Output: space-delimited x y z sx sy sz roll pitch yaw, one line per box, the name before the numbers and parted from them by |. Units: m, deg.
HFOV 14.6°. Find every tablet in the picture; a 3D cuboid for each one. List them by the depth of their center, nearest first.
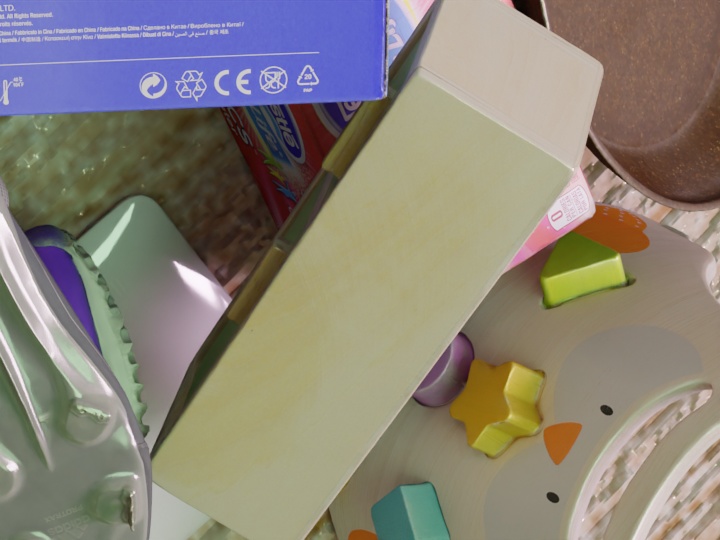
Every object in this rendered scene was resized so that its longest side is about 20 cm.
tablet | -0.122 0.079 1.084 0.200 0.014 0.130 -42 118 -10

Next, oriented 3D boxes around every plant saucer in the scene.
plant saucer | 0.114 -0.123 1.098 0.200 0.037 0.201 3 86 -49

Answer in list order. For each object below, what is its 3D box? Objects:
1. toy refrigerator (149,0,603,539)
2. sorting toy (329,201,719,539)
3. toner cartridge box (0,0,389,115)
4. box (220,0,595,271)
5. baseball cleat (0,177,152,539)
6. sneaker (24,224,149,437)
toy refrigerator | 0.000 0.000 0.978 0.070 0.076 0.200 31 124 -7
sorting toy | 0.078 0.066 1.083 0.107 0.180 0.200 32 88 -33
toner cartridge box | -0.096 -0.086 0.914 0.199 0.095 0.043 -3 115 -10
box | -0.004 -0.090 1.046 0.095 0.100 0.200 -32 117 -16
baseball cleat | -0.124 0.017 0.971 0.070 0.107 0.201 -19 115 0
sneaker | -0.133 0.085 1.033 0.099 0.070 0.201 -6 105 -18
